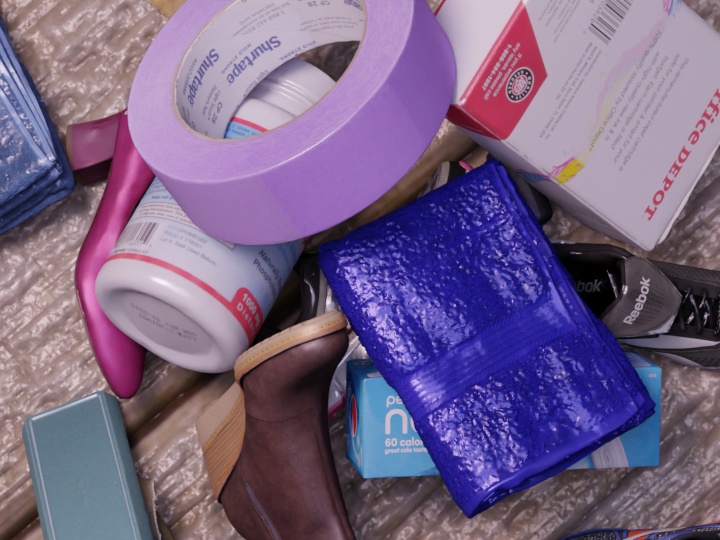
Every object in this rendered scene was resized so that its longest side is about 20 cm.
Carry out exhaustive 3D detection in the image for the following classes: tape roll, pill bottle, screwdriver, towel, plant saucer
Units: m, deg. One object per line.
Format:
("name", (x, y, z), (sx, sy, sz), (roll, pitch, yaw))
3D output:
("tape roll", (-0.044, -0.114, 1.623), (0.199, 0.066, 0.201), (-18, 46, 19))
("pill bottle", (-0.083, -0.041, 1.714), (0.108, 0.109, 0.201), (26, 65, 6))
("screwdriver", (0.074, -0.118, 1.771), (0.028, 0.029, 0.201), (-29, 87, -1))
("towel", (-0.278, -0.118, 1.764), (0.111, 0.049, 0.201), (-32, 74, 12))
("plant saucer", (-0.177, 0.148, 1.690), (0.070, 0.200, 0.019), (-20, 127, -2))
("towel", (0.080, 0.038, 1.644), (0.147, 0.050, 0.200), (-28, 78, -19))

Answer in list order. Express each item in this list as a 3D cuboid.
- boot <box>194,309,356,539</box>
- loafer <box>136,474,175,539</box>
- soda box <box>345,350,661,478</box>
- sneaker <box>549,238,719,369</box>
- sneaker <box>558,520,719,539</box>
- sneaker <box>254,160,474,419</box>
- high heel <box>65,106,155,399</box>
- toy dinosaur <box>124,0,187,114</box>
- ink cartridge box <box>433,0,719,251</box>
("boot", (-0.027, 0.130, 1.674), (0.072, 0.200, 0.167), (-21, 74, -34))
("loafer", (-0.125, 0.227, 1.726), (0.069, 0.075, 0.201), (-11, 85, -13))
("soda box", (0.093, 0.093, 1.699), (0.199, 0.064, 0.068), (-2, 99, -10))
("sneaker", (0.192, 0.023, 1.716), (0.199, 0.090, 0.067), (14, 91, 5))
("sneaker", (0.191, 0.197, 1.703), (0.199, 0.078, 0.076), (-14, 82, 1))
("sneaker", (0.000, 0.000, 1.739), (0.087, 0.074, 0.200), (35, 91, 1))
("high heel", (-0.141, -0.018, 1.750), (0.096, 0.067, 0.201), (-11, 79, 12))
("toy dinosaur", (-0.107, -0.195, 1.788), (0.101, 0.058, 0.201), (-2, 73, 17))
("ink cartridge box", (0.142, -0.126, 1.690), (0.200, 0.086, 0.148), (36, 84, -37))
